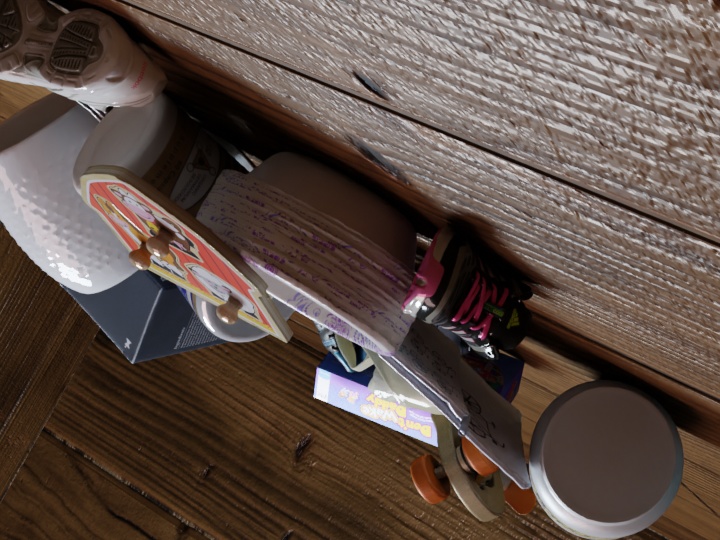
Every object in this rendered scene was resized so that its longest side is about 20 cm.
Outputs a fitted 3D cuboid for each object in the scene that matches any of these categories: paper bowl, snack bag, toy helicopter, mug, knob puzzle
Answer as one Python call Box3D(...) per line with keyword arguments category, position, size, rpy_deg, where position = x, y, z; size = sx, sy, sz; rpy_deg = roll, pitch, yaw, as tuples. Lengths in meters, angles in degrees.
Box3D(category="paper bowl", position=(-0.034, -0.022, 1.319), size=(0.199, 0.105, 0.201), rpy_deg=(30, 175, 3))
Box3D(category="snack bag", position=(0.091, 0.107, 1.514), size=(0.200, 0.021, 0.189), rpy_deg=(44, -167, -9))
Box3D(category="toy helicopter", position=(0.112, 0.164, 1.596), size=(0.132, 0.078, 0.201), rpy_deg=(43, -153, -34))
Box3D(category="mug", position=(-0.277, -0.087, 1.615), size=(0.146, 0.201, 0.177), rpy_deg=(-17, 114, 28))
Box3D(category="knob puzzle", position=(-0.157, -0.017, 1.290), size=(0.218, 0.031, 0.220), rpy_deg=(33, 164, 11))

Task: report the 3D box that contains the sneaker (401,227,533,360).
Box3D(category="sneaker", position=(0.092, 0.023, 1.260), size=(0.087, 0.074, 0.200), rpy_deg=(28, 178, 16))

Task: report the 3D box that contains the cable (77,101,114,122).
Box3D(category="cable", position=(-0.245, -0.143, 1.495), size=(0.199, 0.050, 0.098), rpy_deg=(30, -147, -49))

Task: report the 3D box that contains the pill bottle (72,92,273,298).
Box3D(category="pill bottle", position=(-0.149, -0.056, 1.428), size=(0.200, 0.115, 0.114), rpy_deg=(43, 168, -31))

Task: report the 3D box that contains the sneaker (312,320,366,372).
Box3D(category="sneaker", position=(-0.020, 0.036, 1.683), size=(0.200, 0.072, 0.083), rpy_deg=(62, -171, -61))

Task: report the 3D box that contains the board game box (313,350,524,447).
Box3D(category="board game box", position=(0.065, 0.121, 1.781), size=(0.198, 0.135, 0.045), rpy_deg=(20, 129, 16))

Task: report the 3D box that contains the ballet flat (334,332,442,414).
Box3D(category="ballet flat", position=(0.024, 0.086, 1.573), size=(0.200, 0.069, 0.069), rpy_deg=(52, -172, 35))

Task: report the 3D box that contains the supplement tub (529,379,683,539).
Box3D(category="supplement tub", position=(0.232, 0.182, 1.530), size=(0.143, 0.145, 0.200), rpy_deg=(28, 174, 11))

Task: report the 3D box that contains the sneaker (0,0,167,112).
Box3D(category="sneaker", position=(-0.229, -0.163, 1.253), size=(0.199, 0.079, 0.099), rpy_deg=(26, 177, 40))

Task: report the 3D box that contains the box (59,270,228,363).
Box3D(category="box", position=(-0.206, 0.003, 1.789), size=(0.199, 0.108, 0.148), rpy_deg=(-12, -134, -47))

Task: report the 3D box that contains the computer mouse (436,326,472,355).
Box3D(category="computer mouse", position=(0.059, 0.041, 1.667), size=(0.139, 0.046, 0.200), rpy_deg=(29, 174, 13))

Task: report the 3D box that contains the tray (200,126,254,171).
Box3D(category="tray", position=(-0.145, -0.107, 1.548), size=(0.107, 0.022, 0.200), rpy_deg=(29, 174, 17))

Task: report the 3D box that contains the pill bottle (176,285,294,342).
Box3D(category="pill bottle", position=(-0.146, -0.024, 1.642), size=(0.115, 0.116, 0.200), rpy_deg=(35, -172, -40))
